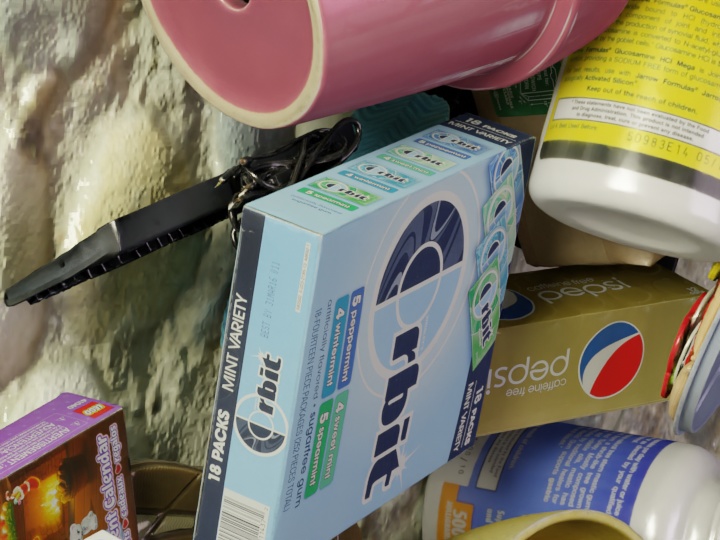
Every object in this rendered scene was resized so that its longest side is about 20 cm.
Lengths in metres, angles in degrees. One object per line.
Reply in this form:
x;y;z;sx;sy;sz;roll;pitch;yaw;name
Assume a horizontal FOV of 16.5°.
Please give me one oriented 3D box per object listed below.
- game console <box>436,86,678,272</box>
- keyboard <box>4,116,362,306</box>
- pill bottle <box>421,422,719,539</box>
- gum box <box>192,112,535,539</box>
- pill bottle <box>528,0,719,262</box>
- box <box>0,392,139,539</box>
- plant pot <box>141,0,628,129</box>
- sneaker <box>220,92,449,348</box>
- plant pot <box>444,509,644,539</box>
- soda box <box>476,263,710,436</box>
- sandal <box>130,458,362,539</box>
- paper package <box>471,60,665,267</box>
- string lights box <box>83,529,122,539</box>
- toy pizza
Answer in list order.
0.135;-0.112;1.420;0.176;0.116;0.201;63;43;-59;game console
-0.064;-0.019;1.114;0.200;0.104;0.040;-29;88;-54;keyboard
0.145;0.148;1.421;0.112;0.199;0.113;-20;114;-57;pill bottle
0.004;0.031;1.155;0.200;0.044;0.171;-26;131;-56;gum box
0.160;-0.114;1.218;0.112;0.112;0.201;28;77;-59;pill bottle
-0.147;0.171;1.068;0.137;0.039;0.201;-30;123;-47;box
0.001;-0.157;1.129;0.179;0.199;0.201;-32;126;-34;plant pot
0.000;0.000;1.260;0.200;0.076;0.081;-55;142;-36;sneaker
0.060;0.224;1.330;0.199;0.141;0.202;0;89;-46;plant pot
0.093;0.042;1.352;0.199;0.068;0.064;-7;114;-33;soda box
-0.068;0.132;1.202;0.199;0.054;0.081;23;81;-44;sandal
0.151;-0.121;1.355;0.190;0.103;0.201;-28;107;-40;paper package
-0.157;0.195;0.980;0.199;0.059;0.103;-25;118;-33;string lights box
0.207;-0.006;1.310;0.201;0.032;0.201;-55;164;-24;toy pizza
